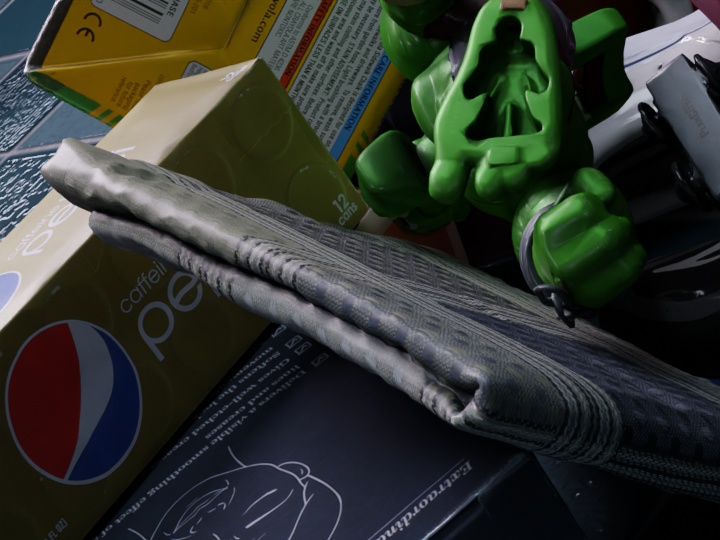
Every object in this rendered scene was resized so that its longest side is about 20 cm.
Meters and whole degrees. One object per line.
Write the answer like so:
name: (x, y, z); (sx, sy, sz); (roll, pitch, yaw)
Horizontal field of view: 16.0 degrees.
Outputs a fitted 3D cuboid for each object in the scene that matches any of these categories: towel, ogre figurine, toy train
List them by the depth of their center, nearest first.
towel: (0.028, 0.023, 0.745); (0.200, 0.192, 0.035); (28, 99, 44)
toy train: (0.135, 0.015, 0.745); (0.034, 0.046, 0.201); (-38, 50, 17)
ogre figurine: (0.039, -0.058, 0.809); (0.200, 0.120, 0.098); (38, 85, 28)

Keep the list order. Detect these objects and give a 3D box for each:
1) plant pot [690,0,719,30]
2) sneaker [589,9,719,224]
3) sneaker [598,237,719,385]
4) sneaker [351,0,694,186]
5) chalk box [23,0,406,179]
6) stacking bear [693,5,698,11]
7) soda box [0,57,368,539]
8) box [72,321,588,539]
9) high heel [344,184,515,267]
plant pot: (0.148, -0.163, 0.840); (0.199, 0.200, 0.180); (-30, 46, 12)
sneaker: (0.154, -0.067, 0.954); (0.199, 0.073, 0.071); (-27, 48, 18)
sneaker: (0.160, -0.024, 0.819); (0.199, 0.083, 0.071); (-26, 25, 27)
sneaker: (0.051, -0.070, 1.069); (0.200, 0.079, 0.079); (-38, 16, -10)
chalk box: (-0.040, -0.096, 0.992); (0.125, 0.123, 0.200); (-62, 1, 2)
stacking bear: (0.187, -0.206, 1.122); (0.200, 0.122, 0.114); (-48, 35, -9)
soda box: (-0.087, 0.020, 0.816); (0.064, 0.068, 0.200); (-10, 33, 50)
box: (-0.018, 0.112, 0.765); (0.148, 0.107, 0.200); (-38, 22, -9)
high heel: (0.000, 0.000, 0.951); (0.096, 0.068, 0.200); (-12, 2, 24)
